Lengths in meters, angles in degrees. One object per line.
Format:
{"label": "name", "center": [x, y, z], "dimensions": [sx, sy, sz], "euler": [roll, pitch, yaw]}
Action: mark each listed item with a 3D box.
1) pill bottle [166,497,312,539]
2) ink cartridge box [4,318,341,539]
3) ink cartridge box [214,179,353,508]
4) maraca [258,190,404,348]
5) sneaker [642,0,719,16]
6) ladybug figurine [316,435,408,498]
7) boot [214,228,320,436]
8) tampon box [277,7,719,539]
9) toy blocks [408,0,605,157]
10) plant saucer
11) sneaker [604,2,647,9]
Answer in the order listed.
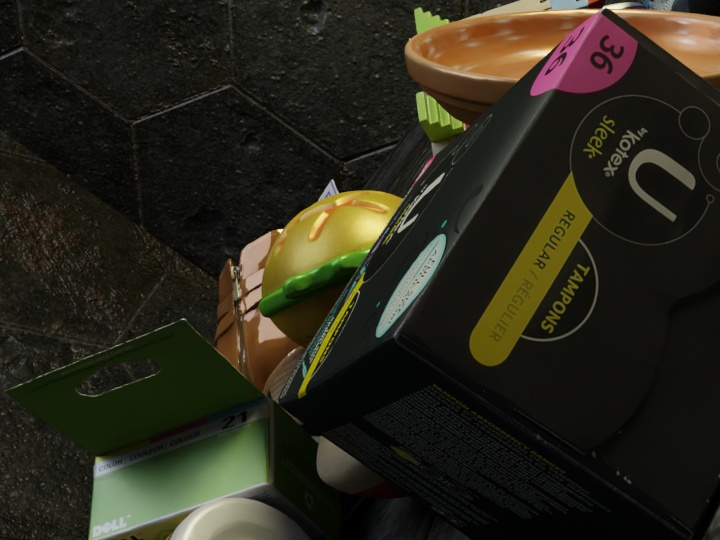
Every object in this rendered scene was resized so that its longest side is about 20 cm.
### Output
{"label": "pill bottle", "center": [-0.111, 0.243, 0.890], "dimensions": [0.200, 0.111, 0.111], "euler": [-51, 7, 40]}
{"label": "ink cartridge box", "center": [-0.123, 0.134, 0.905], "dimensions": [0.148, 0.200, 0.076], "euler": [-21, 48, 19]}
{"label": "ink cartridge box", "center": [-0.029, 0.069, 1.039], "dimensions": [0.200, 0.043, 0.198], "euler": [-52, 45, 35]}
{"label": "maraca", "center": [0.000, 0.000, 0.871], "dimensions": [0.137, 0.107, 0.200], "euler": [-24, -3, -8]}
{"label": "sneaker", "center": [0.211, -0.206, 0.947], "dimensions": [0.078, 0.086, 0.200], "euler": [-54, 5, 18]}
{"label": "ladybug figurine", "center": [0.040, 0.076, 0.786], "dimensions": [0.136, 0.072, 0.200], "euler": [-57, 5, -24]}
{"label": "boot", "center": [-0.095, 0.073, 1.020], "dimensions": [0.200, 0.077, 0.156], "euler": [-38, 59, 38]}
{"label": "tampon box", "center": [0.072, 0.018, 0.554], "dimensions": [0.150, 0.126, 0.200], "euler": [-57, 6, -19]}
{"label": "toy blocks", "center": [0.118, -0.115, 0.945], "dimensions": [0.136, 0.100, 0.200], "euler": [-16, 56, 16]}
{"label": "plant saucer", "center": [0.124, -0.107, 0.730], "dimensions": [0.200, 0.200, 0.038], "euler": [-68, -23, -68]}
{"label": "sneaker", "center": [0.152, -0.124, 1.040], "dimensions": [0.200, 0.075, 0.100], "euler": [-46, -11, 9]}
